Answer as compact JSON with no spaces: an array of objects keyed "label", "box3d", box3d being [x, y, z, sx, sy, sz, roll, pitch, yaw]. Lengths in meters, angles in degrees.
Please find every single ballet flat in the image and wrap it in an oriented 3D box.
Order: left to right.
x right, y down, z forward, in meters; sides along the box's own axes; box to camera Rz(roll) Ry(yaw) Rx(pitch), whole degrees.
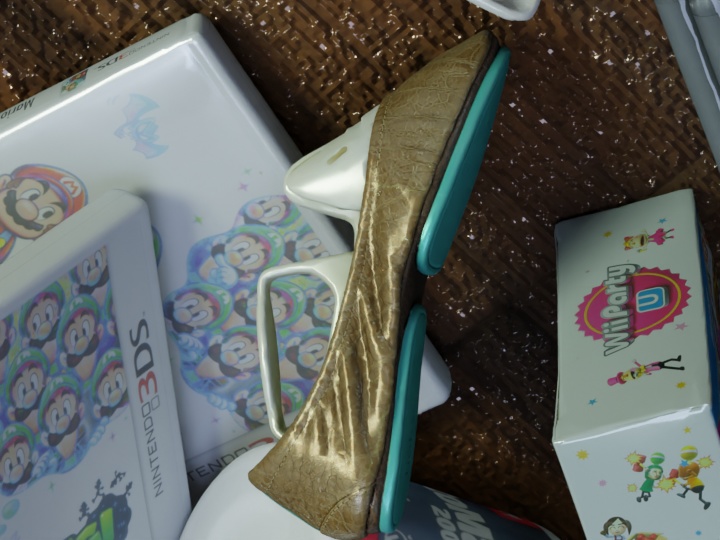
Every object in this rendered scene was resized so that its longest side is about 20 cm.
[{"label":"ballet flat","box3d":[0.000,0.000,0.994,0.072,0.068,0.200,13,89,9]}]

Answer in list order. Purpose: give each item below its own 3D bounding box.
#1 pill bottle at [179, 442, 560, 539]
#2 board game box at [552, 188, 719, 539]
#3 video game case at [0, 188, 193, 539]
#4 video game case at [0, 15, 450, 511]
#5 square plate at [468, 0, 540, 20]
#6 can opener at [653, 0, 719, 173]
[{"label":"pill bottle","box3d":[0.029,0.153,1.099,0.200,0.120,0.120,21,125,-34]},{"label":"board game box","box3d":[0.133,0.093,1.051,0.064,0.148,0.200,-14,123,14]},{"label":"video game case","box3d":[-0.142,0.092,1.004,0.024,0.200,0.182,21,132,33]},{"label":"video game case","box3d":[-0.089,0.013,1.075,0.182,0.024,0.200,-25,119,18]},{"label":"square plate","box3d":[-0.006,-0.202,0.856,0.200,0.198,0.028,26,156,-14]},{"label":"can opener","box3d":[0.123,-0.094,0.972,0.066,0.053,0.200,-34,117,-11]}]
